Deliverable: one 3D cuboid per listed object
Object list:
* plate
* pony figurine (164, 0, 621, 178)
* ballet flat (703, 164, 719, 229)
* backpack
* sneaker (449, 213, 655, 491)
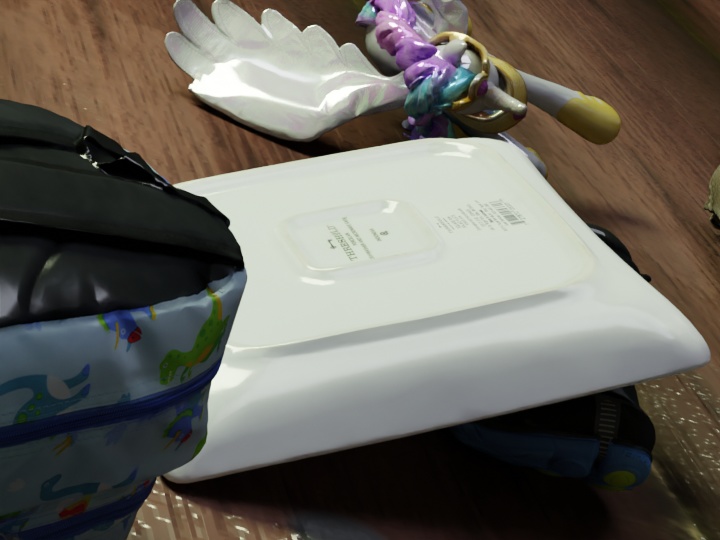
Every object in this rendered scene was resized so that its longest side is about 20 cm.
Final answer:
[{"bbox_3d":[0.000,0.000,0.949,0.199,0.032,0.200,-11,26,-14],"label":"plate"},{"bbox_3d":[0.028,-0.115,1.309,0.193,0.167,0.200,36,6,20],"label":"pony figurine"},{"bbox_3d":[0.206,-0.012,1.350,0.067,0.046,0.200,49,16,-17],"label":"ballet flat"},{"bbox_3d":[-0.130,0.015,0.731,0.200,0.154,0.163,-21,38,-34],"label":"backpack"},{"bbox_3d":[0.074,0.025,1.004,0.071,0.083,0.200,17,18,-10],"label":"sneaker"}]
